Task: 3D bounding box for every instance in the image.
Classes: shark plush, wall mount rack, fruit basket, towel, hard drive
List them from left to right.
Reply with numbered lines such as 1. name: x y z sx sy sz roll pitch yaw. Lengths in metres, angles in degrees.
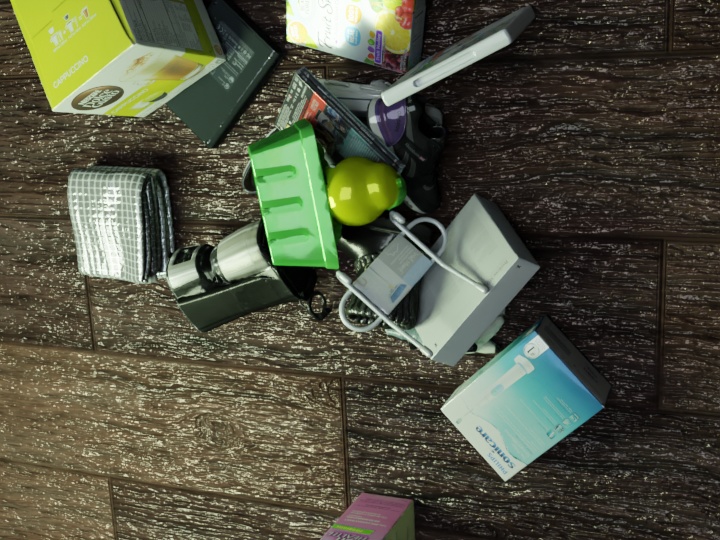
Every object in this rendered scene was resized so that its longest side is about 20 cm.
1. towel: -0.408 -0.075 1.615 0.165 0.086 0.200 4 105 23
2. hard drive: -0.227 -0.312 1.504 0.140 0.033 0.200 45 116 7
3. fruit basket: -0.042 -0.109 1.316 0.215 0.156 0.216 -2 104 -8
4. wall mount rack: 0.068 0.020 1.316 0.174 0.075 0.200 41 84 5
5. shark plush: 0.134 0.088 1.454 0.200 0.091 0.083 -10 80 46

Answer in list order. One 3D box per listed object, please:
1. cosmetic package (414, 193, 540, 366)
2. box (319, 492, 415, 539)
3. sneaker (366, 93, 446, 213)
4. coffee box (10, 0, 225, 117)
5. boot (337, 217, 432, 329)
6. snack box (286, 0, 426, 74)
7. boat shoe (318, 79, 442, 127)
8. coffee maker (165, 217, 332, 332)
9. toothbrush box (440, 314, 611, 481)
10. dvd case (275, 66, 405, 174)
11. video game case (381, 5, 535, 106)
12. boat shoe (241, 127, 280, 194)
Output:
1. cosmetic package: 0.149 0.014 1.366 0.200 0.052 0.151 -52 37 24
2. box: 0.011 0.481 1.511 0.097 0.200 0.176 2 105 23
3. sneaker: 0.087 -0.161 1.345 0.087 0.076 0.200 -9 133 27
4. coffee box: -0.366 -0.367 1.434 0.200 0.198 0.200 -27 81 31
5. boot: -0.001 -0.001 1.418 0.211 0.079 0.158 9 81 31
6. snack box: -0.008 -0.375 1.357 0.200 0.053 0.142 20 133 18
7. boat shoe: 0.024 -0.248 1.392 0.200 0.074 0.065 9 72 5
8. coffee maker: -0.184 0.025 1.516 0.200 0.135 0.192 -20 95 27
9. toothbrush box: 0.242 0.188 1.399 0.146 0.085 0.200 47 115 5
10. dvd case: -0.034 -0.181 1.363 0.200 0.022 0.146 45 153 5
11. video game case: 0.133 -0.287 1.261 0.182 0.200 0.024 -24 103 27
12. boat shoe: -0.113 -0.193 1.469 0.200 0.060 0.074 -44 83 26
